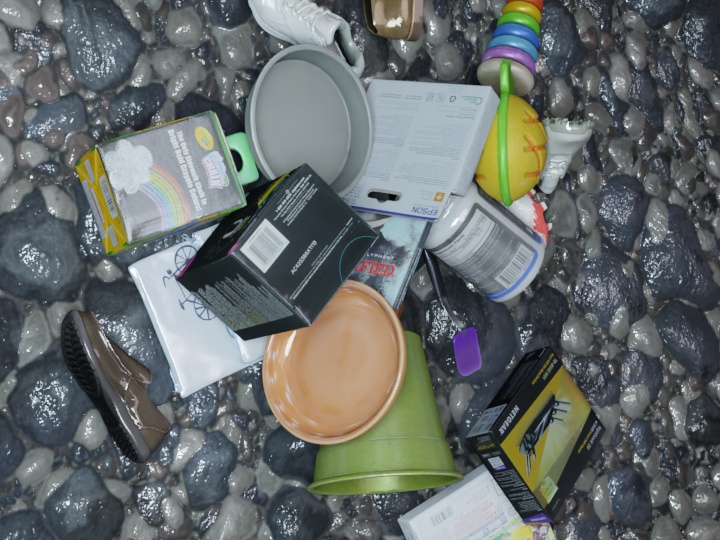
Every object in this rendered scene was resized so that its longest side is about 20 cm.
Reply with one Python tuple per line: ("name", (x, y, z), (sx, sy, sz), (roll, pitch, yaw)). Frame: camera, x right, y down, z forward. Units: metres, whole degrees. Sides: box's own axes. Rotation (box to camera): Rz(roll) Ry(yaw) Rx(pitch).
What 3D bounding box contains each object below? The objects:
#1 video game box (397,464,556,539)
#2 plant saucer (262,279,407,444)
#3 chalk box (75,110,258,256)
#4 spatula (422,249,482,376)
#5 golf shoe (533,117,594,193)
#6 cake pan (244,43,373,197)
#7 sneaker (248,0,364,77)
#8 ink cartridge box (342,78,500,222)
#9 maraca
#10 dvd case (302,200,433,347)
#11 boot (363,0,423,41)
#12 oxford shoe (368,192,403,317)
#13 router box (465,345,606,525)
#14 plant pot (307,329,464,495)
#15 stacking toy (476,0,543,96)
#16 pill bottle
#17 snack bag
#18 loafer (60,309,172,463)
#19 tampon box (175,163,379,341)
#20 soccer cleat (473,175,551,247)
("video game box", (0.172, 0.377, 1.544), (0.199, 0.047, 0.183), (-26, 93, -25))
("plant saucer", (-0.029, 0.112, 1.357), (0.037, 0.199, 0.202), (28, 71, -56))
("chalk box", (-0.224, -0.111, 1.360), (0.199, 0.124, 0.125), (-20, 93, -27))
("spatula", (0.124, 0.050, 1.563), (0.056, 0.020, 0.201), (-24, 92, -45))
("golf shoe", (0.277, -0.158, 1.562), (0.078, 0.200, 0.098), (3, 85, -3))
("cake pan", (-0.068, -0.184, 1.420), (0.199, 0.037, 0.202), (1, 89, -42))
("sneaker", (-0.063, -0.327, 1.468), (0.200, 0.099, 0.078), (43, 68, -16))
("ink cartridge box", (0.064, -0.154, 1.466), (0.041, 0.198, 0.201), (41, 67, -49))
("maraca", (0.197, -0.185, 1.502), (0.106, 0.137, 0.202), (0, 68, 10))
("dvd case", (0.000, 0.000, 1.435), (0.022, 0.145, 0.201), (50, 57, -51))
("boot", (0.044, -0.422, 1.550), (0.075, 0.074, 0.202), (0, 87, -15))
("oxford shoe", (0.024, -0.027, 1.513), (0.071, 0.071, 0.202), (8, 77, -55))
("router box", (0.248, 0.228, 1.557), (0.158, 0.052, 0.200), (55, 47, -12))
("plant pot", (0.024, 0.180, 1.431), (0.198, 0.200, 0.192), (3, 71, -25))
("stacking toy", (0.233, -0.358, 1.628), (0.085, 0.085, 0.201), (24, 72, -21))
("pill bottle", (0.147, -0.055, 1.531), (0.200, 0.114, 0.114), (37, 71, -21))
("snack bag", (-0.179, 0.037, 1.422), (0.199, 0.021, 0.190), (-24, 96, -25))
("loafer", (-0.292, 0.131, 1.339), (0.071, 0.073, 0.201), (-33, 104, -35))
("tampon box", (-0.104, -0.017, 1.340), (0.126, 0.200, 0.150), (44, 65, -16))
("soccer cleat", (0.201, -0.110, 1.598), (0.085, 0.069, 0.201), (-31, 99, -11))
